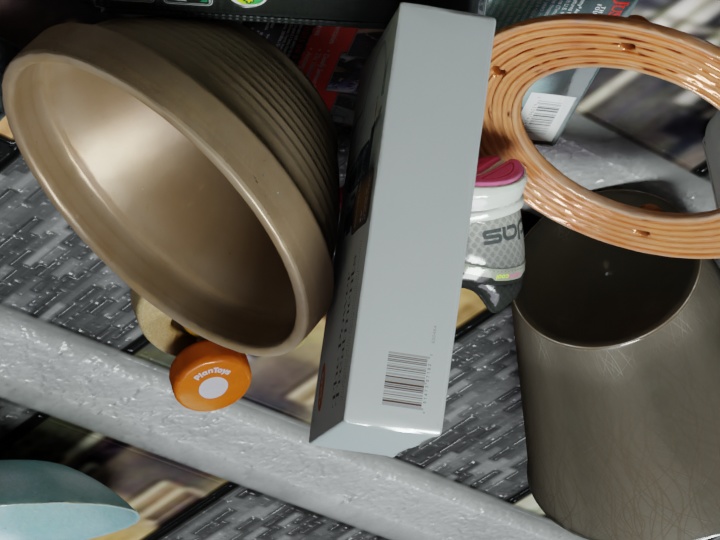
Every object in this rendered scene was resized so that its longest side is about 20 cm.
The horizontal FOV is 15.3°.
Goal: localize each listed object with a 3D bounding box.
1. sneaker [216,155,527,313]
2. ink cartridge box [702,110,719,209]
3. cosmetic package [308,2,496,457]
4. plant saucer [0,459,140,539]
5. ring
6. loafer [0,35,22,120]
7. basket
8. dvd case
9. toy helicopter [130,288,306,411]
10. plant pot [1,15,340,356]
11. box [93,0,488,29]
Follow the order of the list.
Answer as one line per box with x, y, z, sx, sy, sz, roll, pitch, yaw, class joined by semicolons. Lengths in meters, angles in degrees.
0.000;0.000;1.438;0.199;0.074;0.088;-11;102;16;sneaker
0.311;-0.066;1.472;0.200;0.084;0.146;10;142;-21;ink cartridge box
0.018;-0.015;1.306;0.052;0.201;0.151;8;171;-4;cosmetic package
-0.241;0.149;1.705;0.200;0.039;0.201;-6;166;-1;plant saucer
0.146;-0.071;1.396;0.200;0.019;0.201;17;150;10;ring
-0.246;-0.056;1.410;0.200;0.071;0.068;-32;137;31;loafer
0.166;0.055;1.590;0.180;0.136;0.200;-8;142;12;basket
0.033;-0.124;1.401;0.199;0.022;0.146;6;144;-15;dvd case
-0.034;-0.006;1.536;0.199;0.079;0.132;-14;137;-7;toy helicopter
-0.076;-0.059;1.345;0.201;0.093;0.201;35;154;20;plant pot
-0.028;-0.193;1.240;0.193;0.048;0.200;6;143;-1;box
